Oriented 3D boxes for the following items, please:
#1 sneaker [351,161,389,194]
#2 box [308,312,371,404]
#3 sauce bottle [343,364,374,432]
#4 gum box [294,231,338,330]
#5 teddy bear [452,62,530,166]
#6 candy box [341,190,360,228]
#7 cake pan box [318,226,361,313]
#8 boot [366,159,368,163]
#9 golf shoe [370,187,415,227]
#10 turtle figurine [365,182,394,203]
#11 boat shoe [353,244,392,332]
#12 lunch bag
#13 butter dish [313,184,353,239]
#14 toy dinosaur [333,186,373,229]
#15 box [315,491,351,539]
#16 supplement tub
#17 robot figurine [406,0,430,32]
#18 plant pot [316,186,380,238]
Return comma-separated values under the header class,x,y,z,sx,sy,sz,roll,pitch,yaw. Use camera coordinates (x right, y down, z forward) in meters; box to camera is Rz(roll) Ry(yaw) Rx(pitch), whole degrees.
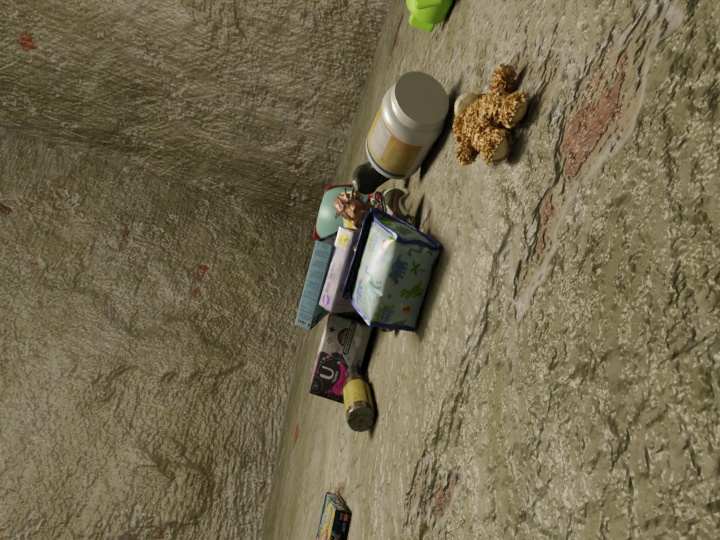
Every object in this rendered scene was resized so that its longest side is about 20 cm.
class,x,y,z,sx,sy,sz,roll,pitch,yaw
sneaker,0.055,-0.259,1.344,0.198,0.077,0.079,-36,2,-37
box,-0.050,0.203,1.336,0.132,0.110,0.208,-87,12,-80
sauce bottle,-0.007,0.274,1.181,0.201,0.062,0.067,-102,29,-73
gum box,-0.088,0.020,1.284,0.170,0.043,0.207,-39,-33,-74
teddy bear,0.180,-0.222,0.778,0.204,0.064,0.148,-89,18,-51
candy box,-0.017,-0.100,1.389,0.102,0.025,0.209,-164,68,-71
cake pan box,0.000,0.000,1.260,0.197,0.051,0.191,0,-69,-54
boot,0.056,-0.381,1.752,0.201,0.063,0.190,-58,8,54
golf shoe,0.079,-0.078,1.136,0.077,0.085,0.208,28,-129,-74
turtle figurine,0.041,-0.125,1.394,0.150,0.096,0.209,-146,64,-82
boat shoe,0.025,0.034,1.137,0.075,0.072,0.210,44,-146,-65
lunch bag,0.041,-0.010,1.009,0.200,0.123,0.176,47,122,59
butter dish,-0.047,-0.183,1.884,0.197,0.146,0.206,-14,-50,-52
toy dinosaur,-0.023,-0.147,1.244,0.197,0.132,0.090,17,99,51
box,-0.070,0.600,1.145,0.136,0.036,0.208,147,136,-76
supplement tub,0.099,-0.308,1.155,0.201,0.139,0.150,125,158,-64
robot figurine,0.182,-0.695,1.308,0.201,0.111,0.181,120,164,-57
plant pot,-0.038,-0.149,1.556,0.201,0.155,0.209,17,-90,-85
